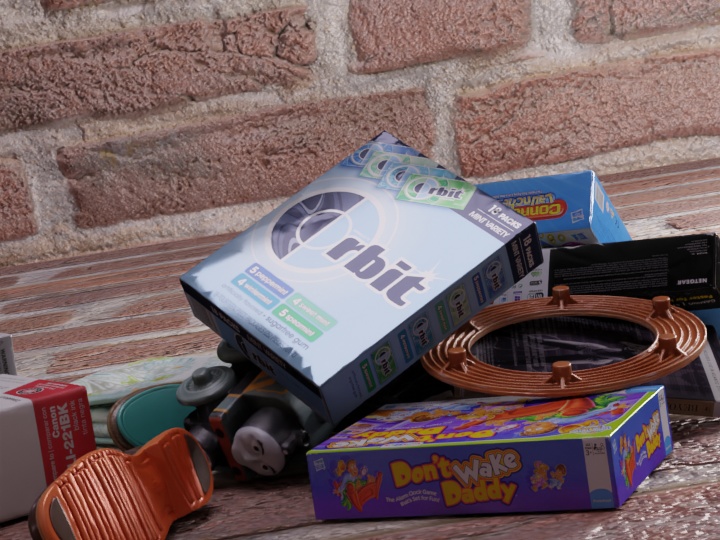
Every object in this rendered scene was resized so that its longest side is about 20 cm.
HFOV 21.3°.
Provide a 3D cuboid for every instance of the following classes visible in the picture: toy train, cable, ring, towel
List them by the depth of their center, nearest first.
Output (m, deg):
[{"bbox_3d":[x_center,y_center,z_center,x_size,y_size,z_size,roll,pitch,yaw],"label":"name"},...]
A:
[{"bbox_3d":[0.140,0.045,1.328,0.199,0.019,0.200,-6,16,2],"label":"ring"},{"bbox_3d":[-0.047,0.077,1.389,0.114,0.086,0.200,-1,32,38],"label":"toy train"},{"bbox_3d":[0.057,0.092,1.427,0.162,0.051,0.200,-11,8,-20],"label":"cable"},{"bbox_3d":[-0.157,0.105,1.613,0.199,0.048,0.171,-3,10,40],"label":"towel"}]

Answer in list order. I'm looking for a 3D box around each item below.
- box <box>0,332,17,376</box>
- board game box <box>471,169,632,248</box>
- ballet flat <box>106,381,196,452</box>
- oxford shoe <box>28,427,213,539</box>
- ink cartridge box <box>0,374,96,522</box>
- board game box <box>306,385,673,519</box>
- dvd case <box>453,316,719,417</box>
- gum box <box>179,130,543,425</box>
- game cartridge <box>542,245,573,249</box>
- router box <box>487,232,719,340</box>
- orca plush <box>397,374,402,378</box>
[{"bbox_3d":[-0.356,0.110,1.553,0.101,0.113,0.200,-12,6,-31],"label":"box"},{"bbox_3d":[0.135,-0.004,1.650,0.195,0.056,0.200,-6,-30,23],"label":"board game box"},{"bbox_3d":[-0.118,0.114,1.454,0.199,0.068,0.072,-14,-11,-41],"label":"ballet flat"},{"bbox_3d":[-0.162,0.152,1.204,0.073,0.072,0.200,-25,-6,19],"label":"oxford shoe"},{"bbox_3d":[-0.308,0.138,1.368,0.199,0.084,0.144,-14,10,-35],"label":"ink cartridge box"},{"bbox_3d":[0.084,0.116,1.217,0.199,0.045,0.134,-6,7,23],"label":"board game box"},{"bbox_3d":[0.164,0.065,1.370,0.199,0.016,0.149,3,19,0],"label":"dvd case"},{"bbox_3d":[0.000,0.000,1.361,0.200,0.045,0.170,-37,45,-20],"label":"gum box"},{"bbox_3d":[0.168,0.026,1.601,0.199,0.041,0.133,-7,-34,25],"label":"game cartridge"},{"bbox_3d":[0.201,0.028,1.492,0.199,0.051,0.149,-6,-24,25],"label":"router box"},{"bbox_3d":[-0.018,0.084,1.572,0.199,0.071,0.105,-2,29,-41],"label":"orca plush"}]
